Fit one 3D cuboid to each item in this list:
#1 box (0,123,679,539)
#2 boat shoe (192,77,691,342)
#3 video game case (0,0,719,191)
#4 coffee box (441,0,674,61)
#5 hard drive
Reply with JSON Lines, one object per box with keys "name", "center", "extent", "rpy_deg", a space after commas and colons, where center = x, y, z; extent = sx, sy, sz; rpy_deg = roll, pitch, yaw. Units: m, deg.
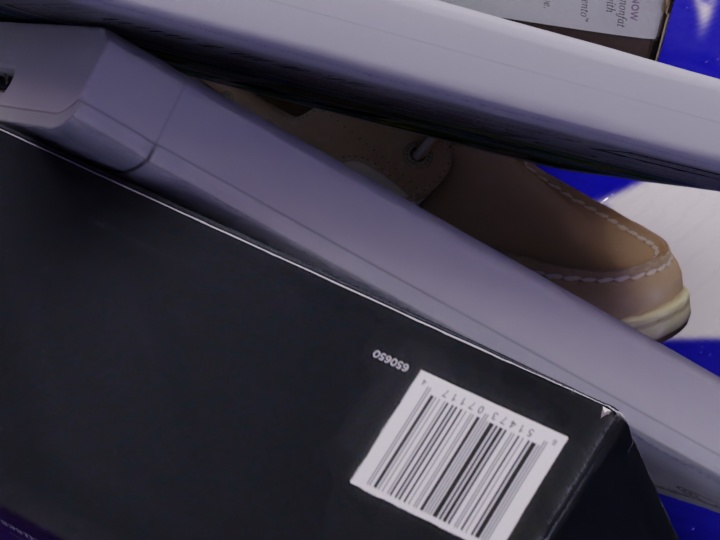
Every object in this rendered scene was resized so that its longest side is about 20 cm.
{"name": "box", "center": [-0.027, 0.053, 0.626], "extent": [0.199, 0.141, 0.079], "rpy_deg": [24, 73, 30]}
{"name": "boat shoe", "center": [0.006, -0.031, 0.821], "extent": [0.199, 0.065, 0.072], "rpy_deg": [23, 26, 32]}
{"name": "video game case", "center": [0.002, -0.050, 0.674], "extent": [0.199, 0.022, 0.182], "rpy_deg": [13, 1, -21]}
{"name": "coffee box", "center": [-0.007, -0.128, 0.735], "extent": [0.199, 0.080, 0.115], "rpy_deg": [14, 42, 5]}
{"name": "hard drive", "center": [0.000, 0.000, 0.679], "extent": [0.199, 0.027, 0.132], "rpy_deg": [29, -6, -23]}
